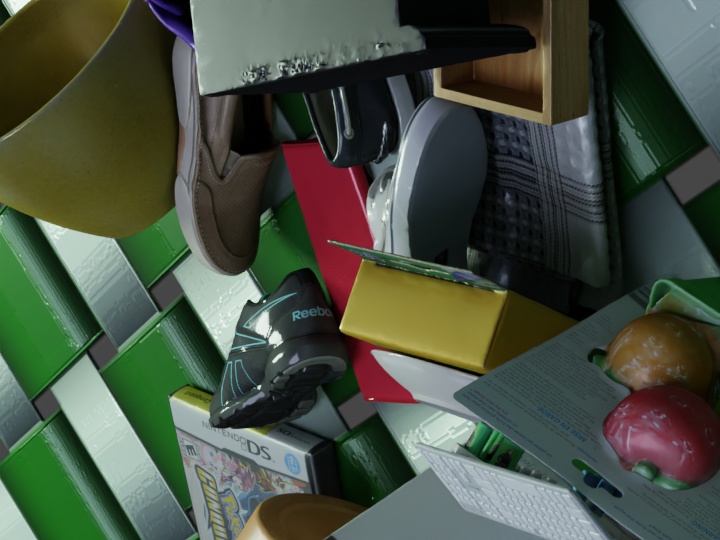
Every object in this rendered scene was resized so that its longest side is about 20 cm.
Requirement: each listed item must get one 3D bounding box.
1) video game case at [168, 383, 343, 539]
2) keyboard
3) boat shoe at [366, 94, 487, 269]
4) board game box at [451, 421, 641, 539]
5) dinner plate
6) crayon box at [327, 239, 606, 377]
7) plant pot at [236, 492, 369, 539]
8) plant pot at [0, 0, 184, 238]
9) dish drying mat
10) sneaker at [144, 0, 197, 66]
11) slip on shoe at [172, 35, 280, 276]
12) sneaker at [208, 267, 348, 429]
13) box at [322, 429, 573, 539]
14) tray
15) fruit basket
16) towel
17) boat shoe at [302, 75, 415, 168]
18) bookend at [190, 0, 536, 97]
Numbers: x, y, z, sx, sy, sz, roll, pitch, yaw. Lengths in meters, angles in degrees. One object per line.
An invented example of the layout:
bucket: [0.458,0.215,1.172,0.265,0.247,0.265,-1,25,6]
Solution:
video game case: [-0.075,0.205,1.726,0.180,0.025,0.201,17,126,44]
keyboard: [0.087,0.130,1.205,0.056,0.011,0.200,46,166,-19]
boat shoe: [0.032,-0.034,1.352,0.070,0.071,0.201,35,143,32]
board game box: [0.175,0.164,1.280,0.200,0.200,0.026,33,92,33]
dinner plate: [0.098,0.090,1.314,0.200,0.200,0.024,16,85,45]
crayon box: [0.079,0.042,1.290,0.125,0.200,0.052,13,82,46]
plant pot: [-0.033,0.257,1.576,0.200,0.200,0.141,29,110,37]
plant pot: [-0.193,-0.107,1.546,0.200,0.200,0.142,-1,139,51]
dish drying mat: [0.000,0.000,1.502,0.077,0.018,0.201,1,113,52]
sneaker: [-0.119,-0.215,1.428,0.200,0.083,0.081,58,140,29]
slip on shoe: [-0.088,-0.084,1.514,0.060,0.076,0.201,14,119,31]
sneaker: [-0.063,0.064,1.595,0.200,0.075,0.080,-41,56,56]
box: [0.084,0.243,1.408,0.199,0.200,0.131,39,141,28]
tray: [0.086,-0.192,1.221,0.098,0.037,0.201,20,117,46]
fruit basket: [0.180,0.087,1.182,0.185,0.200,0.094,35,137,31]
towel: [0.083,-0.075,1.334,0.192,0.034,0.201,18,127,44]
boat shoe: [-0.026,-0.161,1.362,0.201,0.060,0.076,66,157,15]
bookend: [-0.010,-0.212,1.233,0.198,0.092,0.201,-6,90,48]
